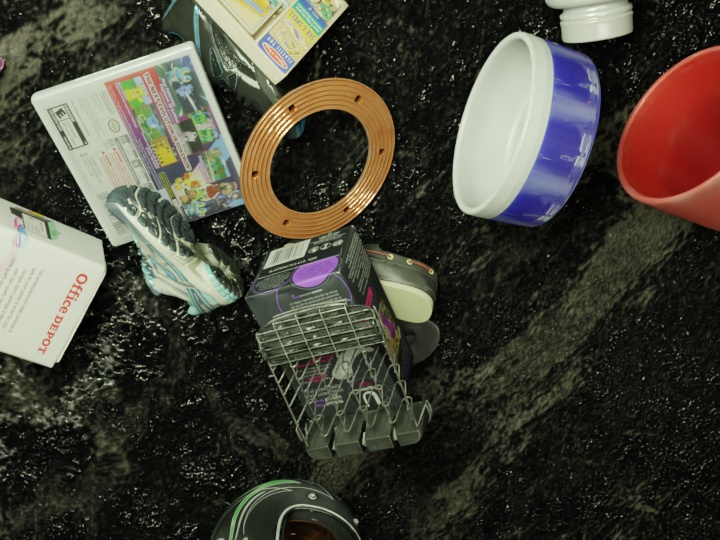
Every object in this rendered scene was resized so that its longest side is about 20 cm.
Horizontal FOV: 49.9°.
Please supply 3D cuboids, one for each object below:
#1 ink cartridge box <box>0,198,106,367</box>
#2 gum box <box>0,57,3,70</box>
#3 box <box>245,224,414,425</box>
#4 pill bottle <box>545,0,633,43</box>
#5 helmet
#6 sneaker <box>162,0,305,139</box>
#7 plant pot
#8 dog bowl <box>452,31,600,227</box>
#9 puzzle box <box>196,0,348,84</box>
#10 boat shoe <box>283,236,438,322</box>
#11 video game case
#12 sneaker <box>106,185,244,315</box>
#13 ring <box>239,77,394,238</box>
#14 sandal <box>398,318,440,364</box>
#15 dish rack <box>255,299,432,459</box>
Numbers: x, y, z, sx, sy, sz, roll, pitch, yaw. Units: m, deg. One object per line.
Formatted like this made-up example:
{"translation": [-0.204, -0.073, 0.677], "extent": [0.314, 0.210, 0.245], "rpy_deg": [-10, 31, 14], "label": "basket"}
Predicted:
{"translation": [-0.411, 0.003, 0.874], "extent": [0.199, 0.084, 0.145], "rpy_deg": [25, 105, -30], "label": "ink cartridge box"}
{"translation": [-0.493, -0.233, 0.813], "extent": [0.200, 0.066, 0.114], "rpy_deg": [38, 102, -18], "label": "gum box"}
{"translation": [-0.030, 0.069, 0.906], "extent": [0.121, 0.106, 0.201], "rpy_deg": [-15, 117, 18], "label": "box"}
{"translation": [0.250, -0.356, 0.838], "extent": [0.108, 0.109, 0.201], "rpy_deg": [-12, 110, -3], "label": "pill bottle"}
{"translation": [-0.099, 0.368, 1.005], "extent": [0.199, 0.191, 0.201], "rpy_deg": [18, 133, 20], "label": "helmet"}
{"translation": [-0.136, -0.227, 0.868], "extent": [0.082, 0.073, 0.201], "rpy_deg": [-28, 107, 23], "label": "sneaker"}
{"translation": [0.436, -0.131, 0.905], "extent": [0.177, 0.201, 0.201], "rpy_deg": [25, 105, -24], "label": "plant pot"}
{"translation": [0.176, -0.151, 0.852], "extent": [0.078, 0.200, 0.201], "rpy_deg": [12, 107, -14], "label": "dog bowl"}
{"translation": [-0.118, -0.313, 0.814], "extent": [0.200, 0.025, 0.133], "rpy_deg": [45, 62, -18], "label": "puzzle box"}
{"translation": [-0.001, 0.002, 0.961], "extent": [0.200, 0.063, 0.074], "rpy_deg": [19, 138, 0], "label": "boat shoe"}
{"translation": [-0.237, -0.136, 0.873], "extent": [0.181, 0.023, 0.201], "rpy_deg": [-18, 127, 0], "label": "video game case"}
{"translation": [-0.229, -0.012, 0.903], "extent": [0.086, 0.078, 0.200], "rpy_deg": [-31, 125, 17], "label": "sneaker"}
{"translation": [-0.048, -0.126, 0.890], "extent": [0.199, 0.019, 0.201], "rpy_deg": [-20, 132, -24], "label": "ring"}
{"translation": [0.007, 0.095, 1.000], "extent": [0.198, 0.043, 0.077], "rpy_deg": [-1, 109, -6], "label": "sandal"}
{"translation": [-0.020, 0.117, 0.840], "extent": [0.152, 0.055, 0.201], "rpy_deg": [-14, 116, 16], "label": "dish rack"}
